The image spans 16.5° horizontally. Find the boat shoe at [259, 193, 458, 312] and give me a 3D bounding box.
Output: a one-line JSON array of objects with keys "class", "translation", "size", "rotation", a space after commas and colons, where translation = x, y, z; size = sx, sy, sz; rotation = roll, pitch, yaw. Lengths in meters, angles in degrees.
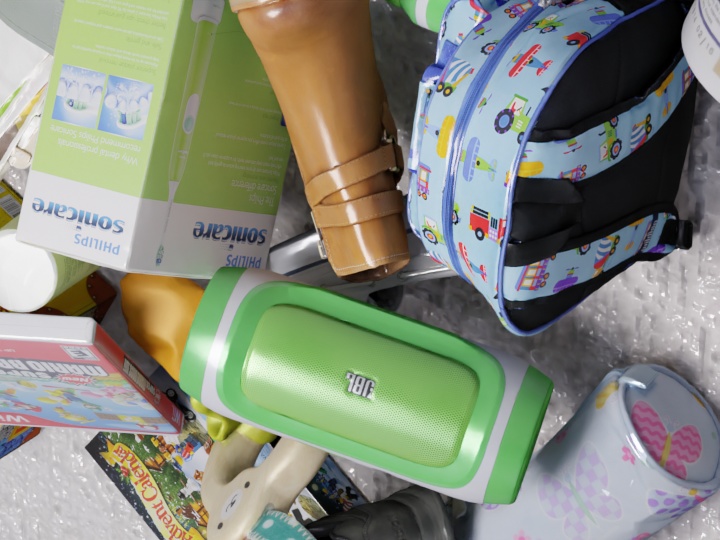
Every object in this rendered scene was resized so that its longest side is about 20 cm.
[{"class": "boat shoe", "translation": [0.000, 0.000, 1.491], "size": [0.199, 0.073, 0.066], "rotation": [-19, 94, 40]}]

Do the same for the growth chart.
[{"class": "growth chart", "translation": [-0.256, -0.117, 1.604], "size": [0.200, 0.018, 0.145], "rotation": [-41, 80, 12]}]

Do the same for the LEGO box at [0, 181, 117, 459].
[{"class": "LEGO box", "translation": [-0.282, 0.012, 1.690], "size": [0.200, 0.077, 0.149], "rotation": [42, 127, 12]}]

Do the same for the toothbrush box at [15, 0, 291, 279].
[{"class": "toothbrush box", "translation": [-0.106, -0.101, 1.433], "size": [0.086, 0.145, 0.201], "rotation": [13, 94, 29]}]

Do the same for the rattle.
[{"class": "rattle", "translation": [-0.084, 0.099, 1.457], "size": [0.130, 0.201, 0.143], "rotation": [-19, 125, 31]}]

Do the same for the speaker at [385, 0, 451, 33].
[{"class": "speaker", "translation": [-0.006, -0.211, 1.395], "size": [0.200, 0.088, 0.089], "rotation": [34, 126, 18]}]

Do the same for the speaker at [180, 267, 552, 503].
[{"class": "speaker", "translation": [0.003, 0.064, 1.400], "size": [0.199, 0.089, 0.089], "rotation": [19, 121, 6]}]

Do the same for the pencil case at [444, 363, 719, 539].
[{"class": "pencil case", "translation": [0.125, 0.135, 1.459], "size": [0.200, 0.083, 0.091], "rotation": [-42, 71, 39]}]

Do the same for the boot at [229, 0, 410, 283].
[{"class": "boot", "translation": [-0.017, -0.075, 1.357], "size": [0.076, 0.200, 0.156], "rotation": [-11, 81, 0]}]

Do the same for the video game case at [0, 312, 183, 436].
[{"class": "video game case", "translation": [-0.203, 0.064, 1.532], "size": [0.142, 0.200, 0.018], "rotation": [3, 72, 13]}]

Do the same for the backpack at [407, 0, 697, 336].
[{"class": "backpack", "translation": [0.093, -0.067, 1.315], "size": [0.134, 0.200, 0.183], "rotation": [22, 122, 25]}]

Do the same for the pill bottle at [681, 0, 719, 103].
[{"class": "pill bottle", "translation": [0.251, -0.167, 1.213], "size": [0.120, 0.120, 0.201], "rotation": [37, 127, 16]}]

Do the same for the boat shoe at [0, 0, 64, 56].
[{"class": "boat shoe", "translation": [-0.180, -0.173, 1.549], "size": [0.200, 0.060, 0.076], "rotation": [48, 143, 21]}]

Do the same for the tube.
[{"class": "tube", "translation": [-0.172, -0.026, 1.524], "size": [0.052, 0.200, 0.058], "rotation": [25, 113, 7]}]

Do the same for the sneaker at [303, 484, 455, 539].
[{"class": "sneaker", "translation": [-0.026, 0.182, 1.513], "size": [0.200, 0.090, 0.076], "rotation": [-41, 63, 50]}]

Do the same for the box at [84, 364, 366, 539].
[{"class": "box", "translation": [-0.078, 0.151, 1.635], "size": [0.200, 0.038, 0.137], "rotation": [50, 129, 7]}]
